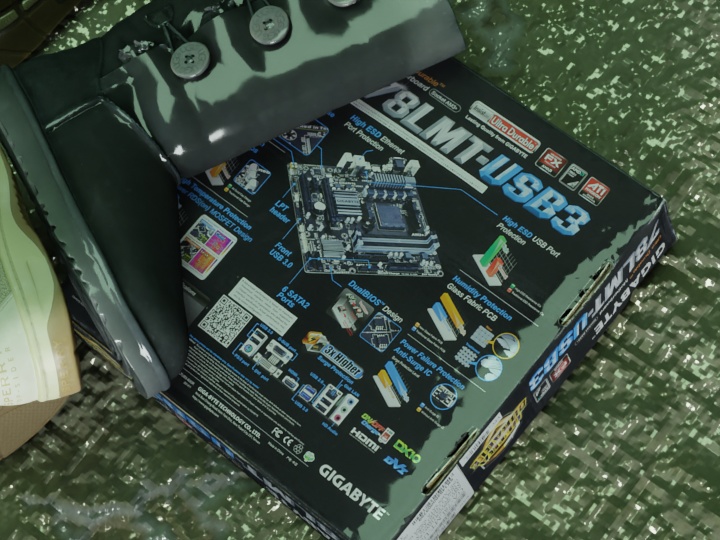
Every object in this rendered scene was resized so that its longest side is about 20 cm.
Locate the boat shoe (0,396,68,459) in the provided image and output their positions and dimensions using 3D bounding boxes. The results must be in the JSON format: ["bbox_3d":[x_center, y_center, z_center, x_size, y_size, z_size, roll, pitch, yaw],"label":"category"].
[{"bbox_3d":[-0.221,0.074,1.076,0.199,0.072,0.065,-31,63,-1],"label":"boat shoe"}]

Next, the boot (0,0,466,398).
[{"bbox_3d":[-0.043,-0.060,1.053,0.199,0.066,0.165,-26,73,-9],"label":"boot"}]

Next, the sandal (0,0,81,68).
[{"bbox_3d":[-0.170,-0.147,1.159,0.200,0.080,0.054,-37,49,-6],"label":"sandal"}]

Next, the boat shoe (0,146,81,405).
[{"bbox_3d":[-0.173,-0.003,1.058,0.065,0.073,0.200,-16,33,-13],"label":"boat shoe"}]

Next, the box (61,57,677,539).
[{"bbox_3d":[0.000,0.000,1.070,0.200,0.050,0.199,35,78,24],"label":"box"}]
